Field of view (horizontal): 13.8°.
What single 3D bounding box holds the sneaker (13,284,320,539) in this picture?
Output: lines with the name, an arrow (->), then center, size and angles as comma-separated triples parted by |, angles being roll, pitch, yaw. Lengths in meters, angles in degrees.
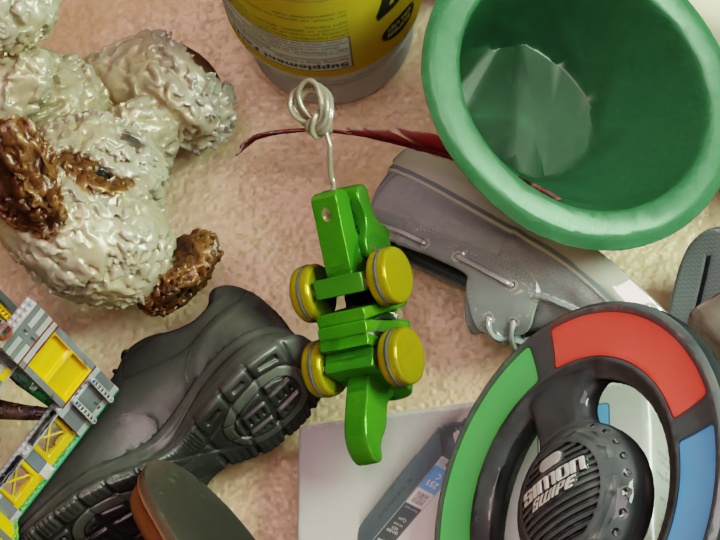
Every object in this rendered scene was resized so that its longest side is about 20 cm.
sneaker -> -0.112, 0.088, 1.574 | 0.200, 0.076, 0.091 | -38, 46, -1

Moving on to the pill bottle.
pill bottle -> -0.023, -0.171, 1.587 | 0.114, 0.200, 0.115 | -1, 70, 3

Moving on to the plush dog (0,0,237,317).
plush dog -> -0.160, -0.050, 1.573 | 0.161, 0.200, 0.172 | -47, 43, 17

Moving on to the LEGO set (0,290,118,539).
LEGO set -> -0.232, 0.050, 1.532 | 0.154, 0.116, 0.200 | -45, 53, -6

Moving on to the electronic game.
electronic game -> 0.106, 0.112, 1.422 | 0.042, 0.200, 0.201 | 21, 66, -36

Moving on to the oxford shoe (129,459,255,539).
oxford shoe -> -0.070, 0.192, 1.514 | 0.071, 0.071, 0.200 | -32, 86, 27

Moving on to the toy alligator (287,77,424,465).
toy alligator -> 0.000, 0.000, 1.538 | 0.059, 0.054, 0.201 | -12, 84, 30

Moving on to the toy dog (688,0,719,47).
toy dog -> 0.202, -0.133, 1.595 | 0.194, 0.140, 0.200 | -40, 77, -16

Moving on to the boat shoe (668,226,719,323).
boat shoe -> 0.187, 0.079, 1.555 | 0.067, 0.073, 0.201 | 23, 83, -28

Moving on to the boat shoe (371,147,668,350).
boat shoe -> 0.082, 0.006, 1.579 | 0.201, 0.070, 0.072 | 32, 84, 32

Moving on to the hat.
hat -> 0.079, -0.077, 1.585 | 0.200, 0.176, 0.166 | 43, 65, -1

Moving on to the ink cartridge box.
ink cartridge box -> 0.065, 0.156, 1.513 | 0.199, 0.045, 0.177 | -10, 67, 23

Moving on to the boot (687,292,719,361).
boot -> 0.286, 0.046, 1.522 | 0.186, 0.064, 0.200 | 41, 50, 20
